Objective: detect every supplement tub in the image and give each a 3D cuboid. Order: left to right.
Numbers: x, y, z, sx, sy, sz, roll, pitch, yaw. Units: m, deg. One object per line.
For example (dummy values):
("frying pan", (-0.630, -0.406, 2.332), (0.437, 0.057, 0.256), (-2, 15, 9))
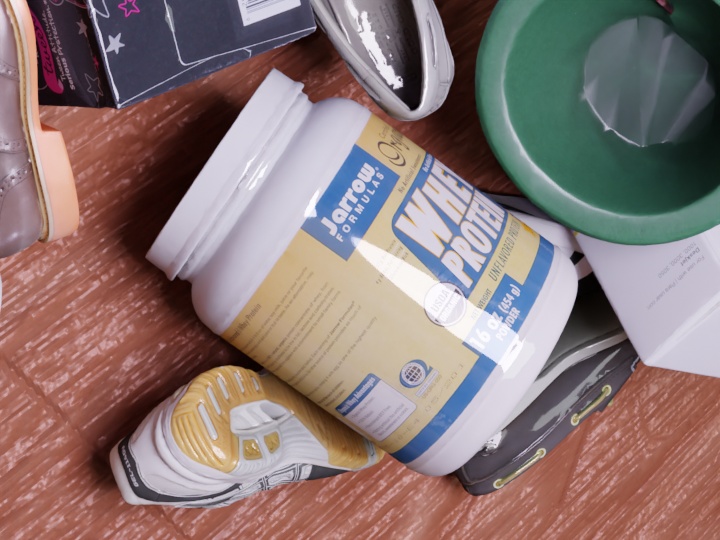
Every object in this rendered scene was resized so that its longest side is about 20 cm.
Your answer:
("supplement tub", (0.000, 0.000, 0.891), (0.199, 0.145, 0.145), (35, 73, -6))

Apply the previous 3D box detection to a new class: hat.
("hat", (0.169, -0.116, 0.965), (0.200, 0.176, 0.166), (42, 112, -6))

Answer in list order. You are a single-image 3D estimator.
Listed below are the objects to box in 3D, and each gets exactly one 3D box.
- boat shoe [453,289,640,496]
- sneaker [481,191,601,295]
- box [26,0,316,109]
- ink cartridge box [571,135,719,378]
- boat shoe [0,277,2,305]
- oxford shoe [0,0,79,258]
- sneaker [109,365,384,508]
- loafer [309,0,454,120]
("boat shoe", (0.132, 0.069, 1.083), (0.200, 0.072, 0.061), (-33, 118, -21))
("sneaker", (0.089, 0.013, 1.051), (0.199, 0.073, 0.113), (11, 106, -44))
("box", (-0.123, -0.197, 0.829), (0.131, 0.114, 0.202), (-26, 112, -32))
("ink cartridge box", (0.202, -0.034, 1.033), (0.144, 0.201, 0.085), (11, 133, -42))
("boat shoe", (-0.230, 0.088, 0.809), (0.060, 0.074, 0.202), (15, 93, -27))
("oxford shoe", (-0.199, -0.098, 0.813), (0.072, 0.071, 0.202), (-25, 110, -26))
("sneaker", (-0.063, 0.093, 0.944), (0.199, 0.087, 0.076), (7, 57, -56))
("loafer", (-0.006, -0.172, 0.864), (0.069, 0.070, 0.201), (-27, 103, 10))
